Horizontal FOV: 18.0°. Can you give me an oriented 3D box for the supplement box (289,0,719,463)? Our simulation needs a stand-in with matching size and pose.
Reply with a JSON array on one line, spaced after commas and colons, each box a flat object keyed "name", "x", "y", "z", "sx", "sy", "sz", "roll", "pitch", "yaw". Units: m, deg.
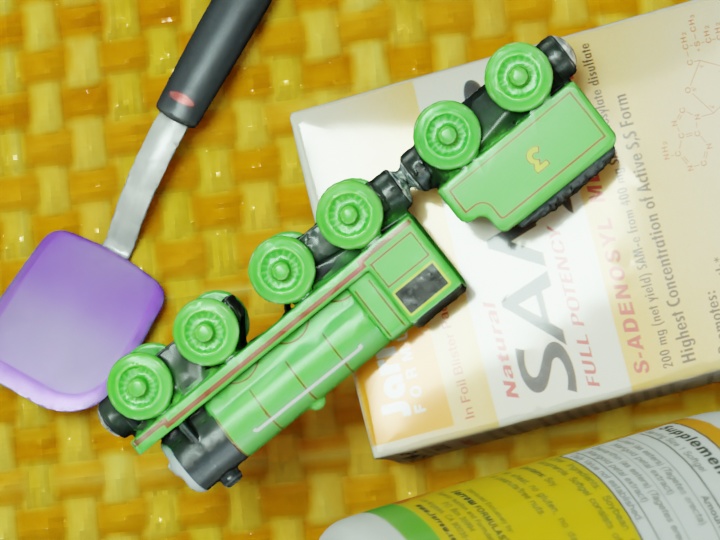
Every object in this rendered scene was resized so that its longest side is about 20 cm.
[{"name": "supplement box", "x": 0.088, "y": -0.017, "z": 0.796, "sx": 0.198, "sy": 0.074, "sz": 0.127, "roll": -16, "pitch": 83, "yaw": 6}]

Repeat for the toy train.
[{"name": "toy train", "x": 0.000, "y": 0.000, "z": 0.751, "sx": 0.200, "sy": 0.042, "sz": 0.057, "roll": -40, "pitch": 91, "yaw": 5}]

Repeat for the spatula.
[{"name": "spatula", "x": -0.075, "y": -0.041, "z": 0.845, "sx": 0.056, "sy": 0.021, "sz": 0.201, "roll": 28, "pitch": 88, "yaw": 10}]

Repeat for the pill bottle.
[{"name": "pill bottle", "x": 0.093, "y": 0.110, "z": 0.741, "sx": 0.199, "sy": 0.111, "sz": 0.112, "roll": -14, "pitch": 83, "yaw": -21}]
